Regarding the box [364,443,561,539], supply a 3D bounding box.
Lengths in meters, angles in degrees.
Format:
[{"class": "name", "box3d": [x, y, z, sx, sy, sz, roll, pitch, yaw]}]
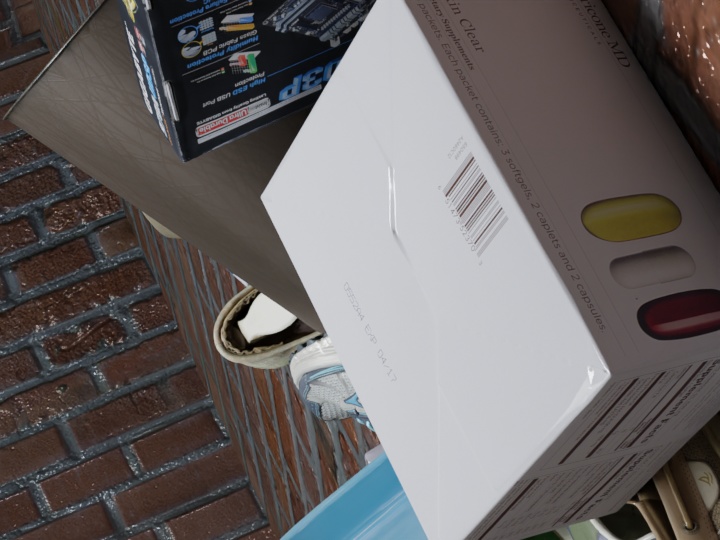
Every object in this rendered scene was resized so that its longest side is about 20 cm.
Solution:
[{"class": "box", "box3d": [0.101, 0.201, 1.154, 0.201, 0.096, 0.177, 59, 178, 40]}]

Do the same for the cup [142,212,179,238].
[{"class": "cup", "box3d": [-0.100, -0.101, 1.371, 0.201, 0.143, 0.200, 60, -173, -13]}]

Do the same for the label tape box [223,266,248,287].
[{"class": "label tape box", "box3d": [-0.081, -0.112, 1.181, 0.143, 0.066, 0.201, 39, 137, 45]}]

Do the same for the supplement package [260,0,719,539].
[{"class": "supplement package", "box3d": [0.067, -0.006, 0.834, 0.201, 0.110, 0.156, 62, 141, 24]}]

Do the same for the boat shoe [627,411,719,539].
[{"class": "boat shoe", "box3d": [0.135, 0.077, 0.918, 0.200, 0.064, 0.072, -126, 17, -51]}]

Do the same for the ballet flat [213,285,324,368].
[{"class": "ballet flat", "box3d": [0.000, 0.000, 1.090, 0.068, 0.199, 0.062, 58, -162, 11]}]

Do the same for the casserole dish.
[{"class": "casserole dish", "box3d": [0.022, 0.155, 1.063, 0.039, 0.200, 0.121, 47, -173, -27]}]

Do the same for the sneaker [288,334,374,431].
[{"class": "sneaker", "box3d": [0.021, 0.068, 1.063, 0.200, 0.077, 0.087, -33, 66, 60]}]

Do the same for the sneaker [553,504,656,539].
[{"class": "sneaker", "box3d": [0.134, 0.113, 1.029, 0.201, 0.067, 0.090, -112, 26, -51]}]

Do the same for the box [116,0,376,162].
[{"class": "box", "box3d": [-0.011, -0.149, 0.832, 0.046, 0.199, 0.159, 57, 166, 33]}]

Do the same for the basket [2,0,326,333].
[{"class": "basket", "box3d": [-0.056, -0.075, 0.986, 0.200, 0.180, 0.136, 41, -147, -10]}]
